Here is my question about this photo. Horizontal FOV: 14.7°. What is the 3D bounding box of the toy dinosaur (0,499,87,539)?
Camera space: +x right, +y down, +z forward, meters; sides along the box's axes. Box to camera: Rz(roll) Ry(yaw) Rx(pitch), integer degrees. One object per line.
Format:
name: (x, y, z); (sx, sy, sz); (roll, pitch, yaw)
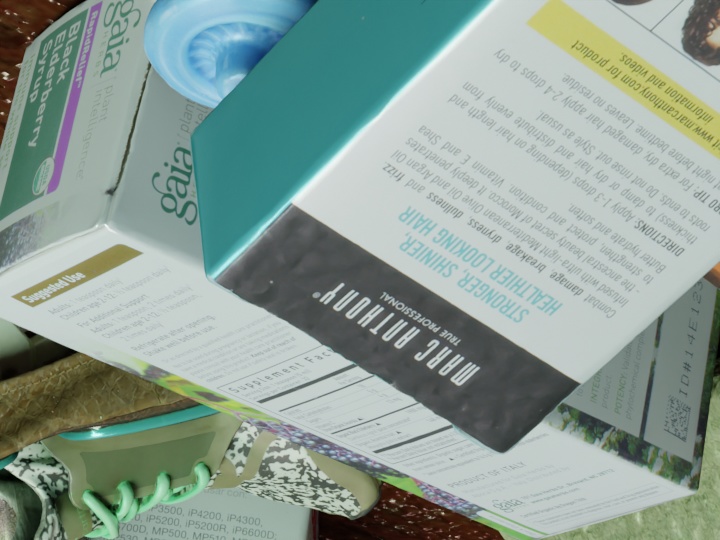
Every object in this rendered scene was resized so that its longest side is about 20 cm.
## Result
toy dinosaur: (-0.160, 0.061, 0.982); (0.200, 0.077, 0.102); (44, 162, 6)

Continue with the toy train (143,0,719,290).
toy train: (0.040, -0.060, 0.620); (0.114, 0.087, 0.200); (-22, 138, 37)

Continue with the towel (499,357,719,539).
towel: (0.124, 0.101, 0.892); (0.149, 0.036, 0.200); (59, 145, 1)

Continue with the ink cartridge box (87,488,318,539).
ink cartridge box: (-0.067, 0.172, 1.024); (0.083, 0.201, 0.145); (7, 156, 2)

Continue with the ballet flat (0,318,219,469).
ballet flat: (-0.105, 0.026, 0.853); (0.199, 0.073, 0.068); (-19, -168, -16)

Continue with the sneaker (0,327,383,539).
sneaker: (-0.089, 0.062, 0.926); (0.199, 0.089, 0.077); (19, 154, -17)

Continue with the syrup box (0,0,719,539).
syrup box: (0.000, 0.000, 0.765); (0.199, 0.079, 0.081); (24, 153, -27)

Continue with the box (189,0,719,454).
box: (0.062, -0.057, 0.531); (0.082, 0.049, 0.200); (32, 118, -30)
